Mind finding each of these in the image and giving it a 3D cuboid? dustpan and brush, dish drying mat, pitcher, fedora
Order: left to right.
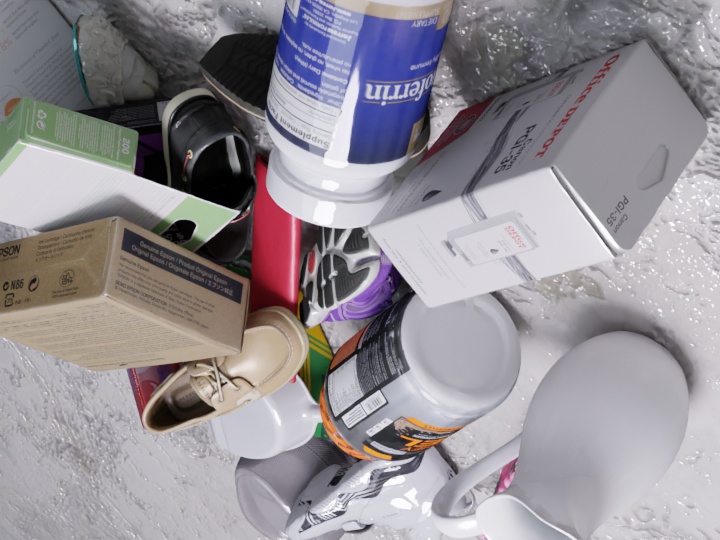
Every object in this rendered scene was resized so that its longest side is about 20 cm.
[{"bbox_3d":[-0.075,0.000,1.456,0.077,0.018,0.202,44,139,47],"label":"dish drying mat"},{"bbox_3d":[-0.070,0.134,1.560,0.199,0.057,0.141,20,130,42],"label":"dustpan and brush"},{"bbox_3d":[-0.074,0.231,1.734,0.176,0.090,0.201,4,133,42],"label":"fedora"},{"bbox_3d":[0.159,0.143,1.289,0.171,0.200,0.122,4,133,44],"label":"pitcher"}]

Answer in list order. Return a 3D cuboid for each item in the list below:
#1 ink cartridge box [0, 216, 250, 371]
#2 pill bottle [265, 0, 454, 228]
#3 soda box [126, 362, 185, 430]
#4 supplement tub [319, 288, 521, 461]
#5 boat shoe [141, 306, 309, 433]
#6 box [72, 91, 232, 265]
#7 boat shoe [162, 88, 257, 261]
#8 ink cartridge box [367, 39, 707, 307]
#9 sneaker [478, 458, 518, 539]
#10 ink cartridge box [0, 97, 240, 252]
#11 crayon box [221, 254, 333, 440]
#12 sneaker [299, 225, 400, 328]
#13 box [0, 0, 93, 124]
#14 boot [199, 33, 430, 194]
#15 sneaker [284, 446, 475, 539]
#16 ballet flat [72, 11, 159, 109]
[{"bbox_3d":[-0.223,0.026,1.427,0.199,0.076,0.164,-9,156,39],"label":"ink cartridge box"},{"bbox_3d":[-0.006,-0.138,1.149,0.115,0.116,0.201,27,127,19],"label":"pill bottle"},{"bbox_3d":[-0.206,0.053,1.588,0.070,0.063,0.202,170,83,-73],"label":"soda box"},{"bbox_3d":[0.045,0.094,1.419,0.122,0.123,0.200,42,148,-4],"label":"supplement tub"},{"bbox_3d":[-0.123,0.099,1.472,0.200,0.064,0.072,-37,88,39],"label":"boat shoe"},{"bbox_3d":[-0.192,-0.070,1.467,0.141,0.036,0.201,-9,142,-6],"label":"box"},{"bbox_3d":[-0.127,-0.068,1.411,0.063,0.073,0.202,52,161,32],"label":"boat shoe"},{"bbox_3d":[0.121,-0.065,1.126,0.083,0.147,0.199,50,145,-17],"label":"ink cartridge box"},{"bbox_3d":[0.171,0.210,1.487,0.095,0.079,0.200,25,148,2],"label":"sneaker"},{"bbox_3d":[-0.219,-0.068,1.369,0.198,0.048,0.145,16,151,-28],"label":"ink cartridge box"},{"bbox_3d":[-0.094,0.072,1.601,0.126,0.051,0.201,10,137,39],"label":"crayon box"},{"bbox_3d":[0.000,0.000,1.389,0.083,0.082,0.200,0,170,-12],"label":"sneaker"},{"bbox_3d":[-0.340,-0.196,1.459,0.097,0.125,0.200,-14,119,52],"label":"box"},{"bbox_3d":[-0.036,-0.102,1.316,0.199,0.078,0.139,27,150,21],"label":"boot"},{"bbox_3d":[0.019,0.239,1.620,0.115,0.075,0.200,44,120,-13],"label":"sneaker"},{"bbox_3d":[-0.205,-0.152,1.447,0.071,0.072,0.201,24,147,23],"label":"ballet flat"}]
